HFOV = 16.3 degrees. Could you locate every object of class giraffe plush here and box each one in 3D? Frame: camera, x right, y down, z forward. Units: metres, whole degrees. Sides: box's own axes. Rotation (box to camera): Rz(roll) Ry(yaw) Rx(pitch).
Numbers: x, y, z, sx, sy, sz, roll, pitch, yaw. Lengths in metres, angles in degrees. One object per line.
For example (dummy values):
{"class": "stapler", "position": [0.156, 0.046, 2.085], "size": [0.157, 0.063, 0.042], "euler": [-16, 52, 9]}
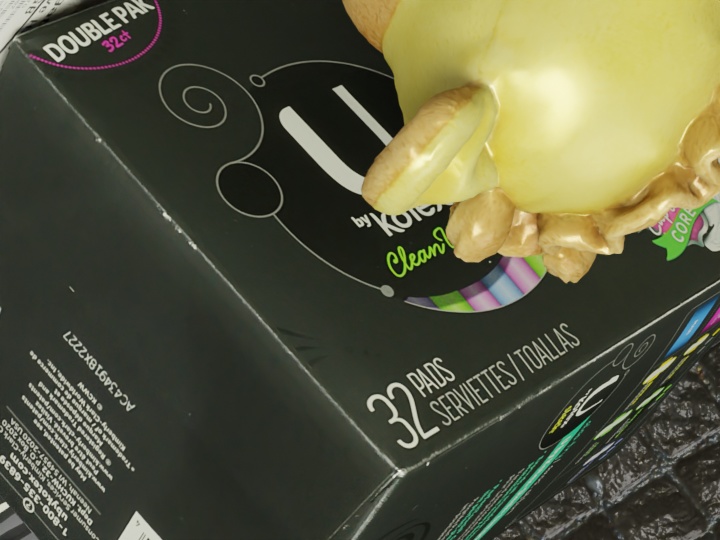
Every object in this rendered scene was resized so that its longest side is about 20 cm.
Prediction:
{"class": "giraffe plush", "position": [0.064, -0.083, 0.584], "size": [0.172, 0.200, 0.162], "euler": [22, 113, -31]}

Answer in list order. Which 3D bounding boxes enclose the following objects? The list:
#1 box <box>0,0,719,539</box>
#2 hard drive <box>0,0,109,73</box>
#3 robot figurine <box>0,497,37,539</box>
{"class": "box", "position": [0.000, 0.000, 0.688], "size": [0.200, 0.149, 0.124], "euler": [-28, 160, -45]}
{"class": "hard drive", "position": [-0.111, -0.058, 0.572], "size": [0.140, 0.038, 0.200], "euler": [-47, 174, 14]}
{"class": "robot figurine", "position": [-0.121, 0.062, 0.942], "size": [0.200, 0.125, 0.150], "euler": [-31, 151, -13]}
